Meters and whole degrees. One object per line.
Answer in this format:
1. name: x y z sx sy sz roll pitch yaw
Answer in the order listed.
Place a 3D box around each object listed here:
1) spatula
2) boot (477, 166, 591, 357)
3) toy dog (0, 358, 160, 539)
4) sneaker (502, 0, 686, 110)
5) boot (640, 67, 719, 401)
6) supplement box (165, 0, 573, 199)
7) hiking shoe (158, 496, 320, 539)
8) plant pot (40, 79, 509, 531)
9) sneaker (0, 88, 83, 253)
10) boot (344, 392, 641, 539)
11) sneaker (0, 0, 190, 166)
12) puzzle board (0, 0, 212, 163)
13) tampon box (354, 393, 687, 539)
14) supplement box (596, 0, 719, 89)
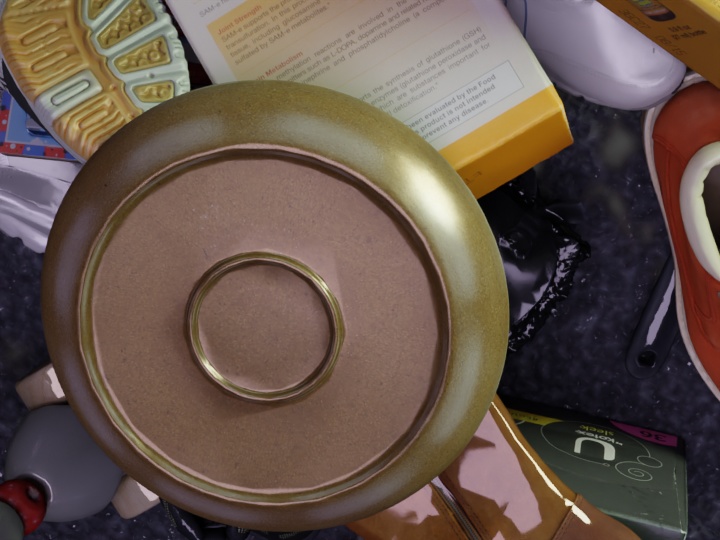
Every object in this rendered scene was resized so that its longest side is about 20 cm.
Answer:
1. spatula: 0.173 -0.035 1.053 0.056 0.021 0.200 19 111 -10
2. boot: 0.000 0.000 1.062 0.162 0.073 0.198 42 101 -1
3. toy dog: -0.171 0.110 1.077 0.096 0.200 0.132 -35 74 33
4. sneaker: 0.077 -0.156 0.975 0.074 0.087 0.200 -37 88 -5
5. boot: 0.180 0.012 1.005 0.075 0.107 0.200 -21 113 7
6. supplement box: -0.010 -0.115 0.970 0.126 0.074 0.200 -30 78 4
7. hiking shoe: -0.066 0.095 1.052 0.076 0.101 0.200 5 146 18
8. plant pot: -0.039 0.021 0.916 0.200 0.027 0.200 2 107 7
9. sneaker: -0.187 -0.074 1.079 0.200 0.075 0.082 28 94 -7
10. boot: 0.022 0.142 0.973 0.188 0.068 0.200 -41 96 17
11. sneaker: -0.142 -0.107 0.986 0.076 0.088 0.200 -28 65 -23
12. puzzle board: -0.065 -0.119 1.026 0.200 0.017 0.151 6 82 10
13. tampon box: 0.064 0.174 1.078 0.150 0.126 0.200 14 107 3
14. supplement box: 0.143 -0.130 0.925 0.200 0.067 0.069 30 78 -20
